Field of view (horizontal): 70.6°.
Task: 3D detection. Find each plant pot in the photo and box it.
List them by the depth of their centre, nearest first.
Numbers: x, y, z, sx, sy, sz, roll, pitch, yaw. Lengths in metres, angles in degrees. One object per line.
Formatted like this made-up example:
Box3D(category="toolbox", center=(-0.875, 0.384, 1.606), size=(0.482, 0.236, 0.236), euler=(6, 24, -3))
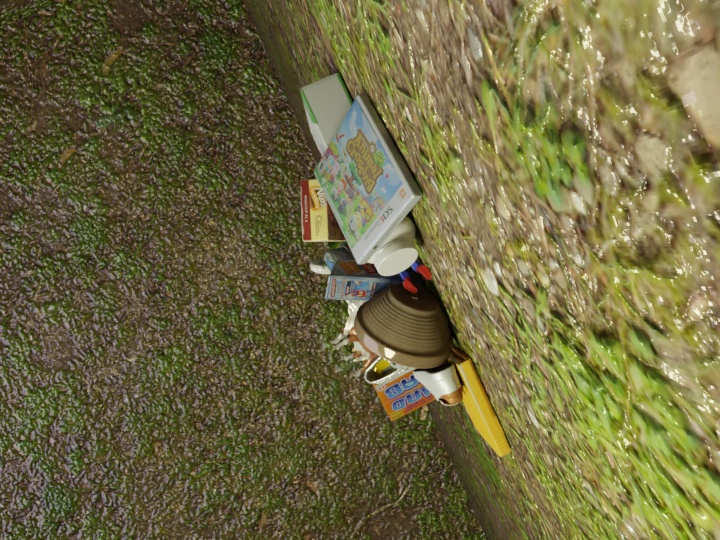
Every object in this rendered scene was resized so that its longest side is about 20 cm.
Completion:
Box3D(category="plant pot", center=(0.093, 0.090, 0.980), size=(0.201, 0.199, 0.093), euler=(-118, 40, -56))

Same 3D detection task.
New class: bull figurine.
Box3D(category="bull figurine", center=(-0.002, 0.145, 1.123), size=(0.065, 0.121, 0.201), euler=(46, 169, 52))

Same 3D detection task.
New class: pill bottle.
Box3D(category="pill bottle", center=(0.026, -0.093, 0.914), size=(0.113, 0.112, 0.201), euler=(70, 175, -62))

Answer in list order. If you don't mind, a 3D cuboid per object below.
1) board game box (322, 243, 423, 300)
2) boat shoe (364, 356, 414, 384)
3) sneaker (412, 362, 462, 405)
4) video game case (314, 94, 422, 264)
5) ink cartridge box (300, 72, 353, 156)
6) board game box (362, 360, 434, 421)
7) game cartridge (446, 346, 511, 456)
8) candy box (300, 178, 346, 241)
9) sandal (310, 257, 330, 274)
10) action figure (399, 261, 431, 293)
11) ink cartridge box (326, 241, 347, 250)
Box3D(category="board game box", center=(0.000, 0.000, 1.111), size=(0.200, 0.198, 0.062), euler=(52, 138, 48))
Box3D(category="boat shoe", center=(0.081, 0.185, 1.090), size=(0.086, 0.202, 0.075), euler=(2, -124, -53))
Box3D(category="sneaker", center=(0.157, 0.229, 1.020), size=(0.200, 0.072, 0.085), euler=(109, 136, -86))
Box3D(category="video game case", center=(0.002, -0.142, 0.817), size=(0.182, 0.022, 0.201), euler=(-49, 59, 46))
Box3D(category="ink cartridge box", center=(-0.046, -0.273, 1.024), size=(0.200, 0.083, 0.146), euler=(87, 158, -83))
Box3D(category="board game box", center=(0.123, 0.290, 1.559), size=(0.200, 0.199, 0.201), euler=(-119, 4, -50))
Box3D(category="game cartridge", center=(0.226, 0.253, 1.015), size=(0.201, 0.032, 0.176), euler=(63, 178, -4))
Box3D(category="candy box", center=(-0.067, -0.117, 1.039), size=(0.200, 0.055, 0.117), euler=(-16, -75, -79))
Box3D(category="sandal", center=(-0.023, 0.003, 1.217), size=(0.083, 0.201, 0.050), euler=(-115, 33, -64))
Box3D(category="action figure", center=(0.068, -0.039, 1.021), size=(0.099, 0.065, 0.200), euler=(47, -175, -23))
Box3D(category="ink cartridge box", center=(-0.012, -0.086, 1.298), size=(0.075, 0.148, 0.201), euler=(18, 151, 26))
